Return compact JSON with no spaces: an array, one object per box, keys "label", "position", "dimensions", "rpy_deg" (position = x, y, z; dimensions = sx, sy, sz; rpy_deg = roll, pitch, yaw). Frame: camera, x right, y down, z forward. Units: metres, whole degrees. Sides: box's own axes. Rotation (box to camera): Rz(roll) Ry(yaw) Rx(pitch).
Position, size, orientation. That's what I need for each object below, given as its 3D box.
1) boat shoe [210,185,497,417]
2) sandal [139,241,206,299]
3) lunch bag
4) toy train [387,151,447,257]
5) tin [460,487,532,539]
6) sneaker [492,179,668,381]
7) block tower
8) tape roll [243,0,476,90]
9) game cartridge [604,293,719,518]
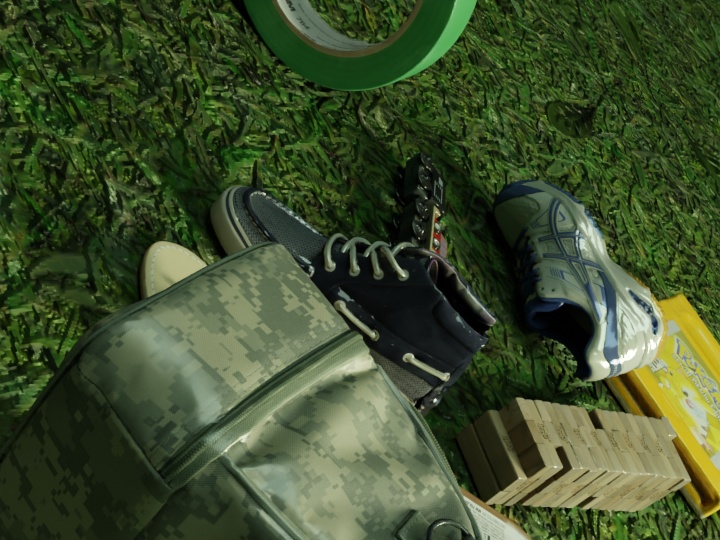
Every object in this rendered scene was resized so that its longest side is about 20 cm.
[{"label":"boat shoe","position":[0.000,0.000,0.826],"dimensions":[0.200,0.093,0.075],"rpy_deg":[43,32,-8]},{"label":"sandal","position":[-0.064,0.052,0.714],"dimensions":[0.077,0.070,0.214],"rpy_deg":[15,44,-41]},{"label":"lunch bag","position":[-0.059,0.116,0.536],"dimensions":[0.168,0.200,0.139],"rpy_deg":[49,34,10]},{"label":"toy train","position":[0.045,-0.021,0.963],"dimensions":[0.046,0.034,0.201],"rpy_deg":[46,29,-25]},{"label":"tin","position":[0.043,0.173,0.746],"dimensions":[0.199,0.042,0.113],"rpy_deg":[35,38,-20]},{"label":"sneaker","position":[0.159,0.003,1.033],"dimensions":[0.087,0.076,0.200],"rpy_deg":[-21,53,-26]},{"label":"block tower","position":[0.159,0.135,0.910],"dimensions":[0.198,0.054,0.058],"rpy_deg":[10,48,-44]},{"label":"tape roll","position":[-0.003,-0.244,0.985],"dimensions":[0.201,0.200,0.048],"rpy_deg":[50,33,5]},{"label":"game cartridge","position":[0.291,0.109,1.117],"dimensions":[0.199,0.032,0.177],"rpy_deg":[-14,67,-54]}]
